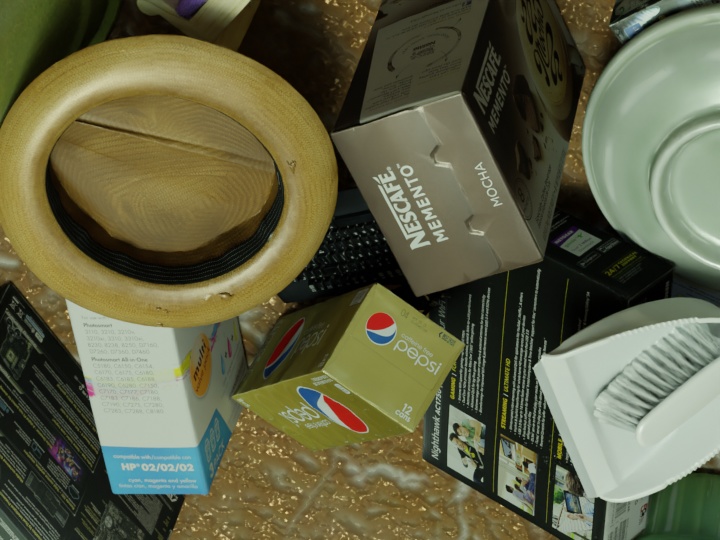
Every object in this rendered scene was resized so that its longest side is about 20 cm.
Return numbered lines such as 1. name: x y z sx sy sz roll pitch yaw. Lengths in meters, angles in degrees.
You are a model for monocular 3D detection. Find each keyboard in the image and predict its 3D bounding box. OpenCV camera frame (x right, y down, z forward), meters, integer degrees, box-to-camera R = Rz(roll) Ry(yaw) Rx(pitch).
1. keyboard: 0.000 0.000 1.610 0.104 0.040 0.199 45 149 -24

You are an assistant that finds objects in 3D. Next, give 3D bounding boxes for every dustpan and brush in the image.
1. dustpan and brush: 0.209 0.052 1.542 0.199 0.057 0.140 -35 135 -9

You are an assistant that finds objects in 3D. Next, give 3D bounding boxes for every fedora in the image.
1. fedora: -0.113 -0.063 1.543 0.199 0.082 0.202 -4 122 -6

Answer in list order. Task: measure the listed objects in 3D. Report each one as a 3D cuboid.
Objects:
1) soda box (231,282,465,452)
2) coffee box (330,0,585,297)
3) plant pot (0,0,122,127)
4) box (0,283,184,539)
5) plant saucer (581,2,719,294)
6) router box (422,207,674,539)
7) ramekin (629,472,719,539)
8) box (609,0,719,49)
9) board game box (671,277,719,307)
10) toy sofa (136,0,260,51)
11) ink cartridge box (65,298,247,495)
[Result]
1. soda box: -0.011 0.061 1.625 0.068 0.064 0.200 34 165 -11
2. coffee box: 0.058 -0.093 1.484 0.079 0.200 0.113 -16 119 22
3. plant pot: -0.253 -0.143 1.535 0.199 0.185 0.201 7 126 9
4. box: -0.203 0.132 1.728 0.043 0.161 0.200 -25 116 27
5. plant saucer: 0.219 -0.054 1.516 0.199 0.050 0.201 9 127 11
6. router box: 0.110 0.059 1.631 0.149 0.051 0.201 28 132 32
7. ramekin: 0.213 0.226 1.731 0.199 0.098 0.201 6 125 9
8. box: 0.251 -0.099 1.533 0.136 0.040 0.200 -26 114 27
9. board game box: 0.244 0.057 1.656 0.199 0.019 0.103 24 125 -4
10. toy sofa: -0.050 -0.220 1.496 0.097 0.083 0.200 37 124 -14
11. ink cartridge box: -0.127 0.026 1.663 0.067 0.115 0.201 0 124 14
